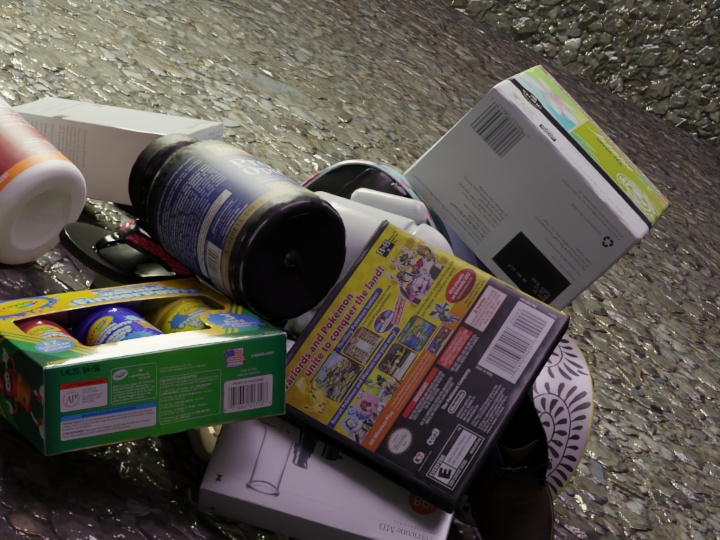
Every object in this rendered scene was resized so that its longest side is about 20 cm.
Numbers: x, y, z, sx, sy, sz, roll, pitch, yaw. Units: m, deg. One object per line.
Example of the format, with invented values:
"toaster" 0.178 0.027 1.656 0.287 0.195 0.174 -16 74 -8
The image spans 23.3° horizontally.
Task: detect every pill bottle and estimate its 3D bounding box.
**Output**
"pill bottle" -0.111 -0.044 1.474 0.112 0.112 0.200 12 15 -43
"pill bottle" -0.356 -0.105 1.616 0.200 0.113 0.113 41 22 25

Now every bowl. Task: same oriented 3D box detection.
"bowl" 0.105 0.129 1.593 0.094 0.201 0.201 24 20 -39

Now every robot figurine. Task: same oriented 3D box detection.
"robot figurine" 0.000 0.000 1.550 0.200 0.170 0.113 17 -27 12

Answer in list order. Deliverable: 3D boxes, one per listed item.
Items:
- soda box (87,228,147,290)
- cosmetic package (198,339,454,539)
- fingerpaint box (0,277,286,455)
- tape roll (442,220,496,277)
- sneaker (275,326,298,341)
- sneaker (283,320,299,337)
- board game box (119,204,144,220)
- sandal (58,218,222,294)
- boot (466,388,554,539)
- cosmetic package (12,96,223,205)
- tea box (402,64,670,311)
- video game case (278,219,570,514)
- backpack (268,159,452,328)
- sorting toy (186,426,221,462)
"soda box" -0.198 0.004 1.650 0.063 0.070 0.200 31 21 2
"cosmetic package" -0.014 0.148 1.421 0.200 0.052 0.151 16 61 3
"fingerpaint box" -0.183 0.068 1.358 0.200 0.073 0.167 -7 18 -29
"tape roll" 0.075 0.036 1.785 0.085 0.200 0.200 12 28 -43
"sneaker" -0.023 0.135 1.517 0.200 0.074 0.088 54 20 20
"sneaker" 0.009 0.106 1.569 0.200 0.082 0.070 31 27 30
"board game box" -0.157 -0.046 1.890 0.200 0.028 0.135 33 21 5
"sandal" -0.176 -0.013 1.556 0.200 0.045 0.075 18 26 -32
"boot" 0.125 0.173 1.477 0.075 0.200 0.097 -8 -3 3
"cosmetic package" -0.249 -0.117 1.740 0.200 0.081 0.113 8 15 14
"tea box" 0.177 -0.078 1.708 0.200 0.134 0.197 47 21 3
"video game case" 0.046 0.074 1.422 0.181 0.026 0.200 28 62 14
"backpack" -0.011 -0.005 1.687 0.178 0.200 0.151 51 13 11
"sorting toy" -0.090 0.138 1.553 0.200 0.036 0.185 26 20 -30
